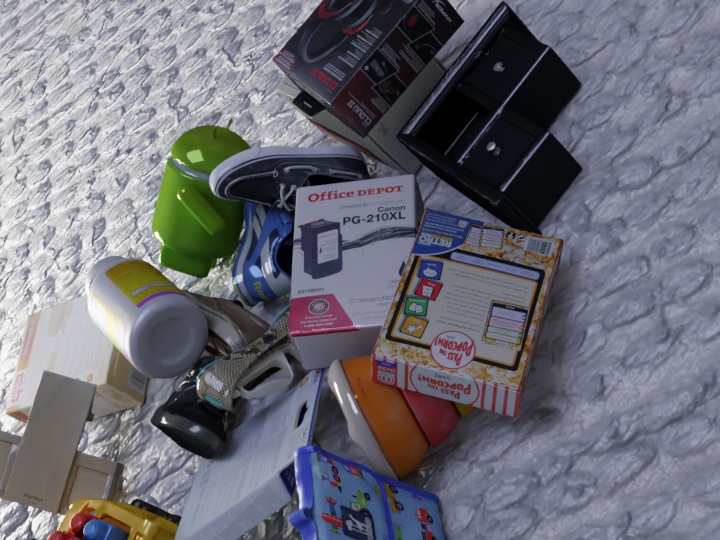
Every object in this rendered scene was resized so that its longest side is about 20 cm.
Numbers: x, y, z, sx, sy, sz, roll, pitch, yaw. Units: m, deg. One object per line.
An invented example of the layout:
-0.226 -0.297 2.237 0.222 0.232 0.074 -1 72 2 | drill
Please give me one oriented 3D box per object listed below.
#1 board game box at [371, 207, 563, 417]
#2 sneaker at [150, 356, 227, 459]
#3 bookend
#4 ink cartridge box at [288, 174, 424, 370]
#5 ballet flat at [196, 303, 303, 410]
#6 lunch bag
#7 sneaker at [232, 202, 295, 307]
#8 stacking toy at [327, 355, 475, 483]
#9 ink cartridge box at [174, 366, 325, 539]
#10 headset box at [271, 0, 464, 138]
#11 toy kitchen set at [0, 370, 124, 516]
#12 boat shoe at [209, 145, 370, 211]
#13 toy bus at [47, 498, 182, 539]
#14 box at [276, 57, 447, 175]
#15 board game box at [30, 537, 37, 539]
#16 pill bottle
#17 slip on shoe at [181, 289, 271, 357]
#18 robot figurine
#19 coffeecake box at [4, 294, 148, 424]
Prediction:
0.110 0.038 1.343 0.150 0.047 0.201 14 52 12 | board game box
-0.181 0.156 1.557 0.115 0.076 0.199 -54 11 -10 | sneaker
0.175 -0.166 1.476 0.199 0.092 0.200 -51 43 2 | bookend
0.000 0.000 1.493 0.143 0.085 0.202 -6 55 9 | ink cartridge box
-0.098 0.102 1.528 0.075 0.068 0.200 30 47 28 | ballet flat
-0.004 0.263 1.263 0.094 0.200 0.152 -29 47 24 | lunch bag
-0.101 -0.051 1.667 0.082 0.074 0.202 -10 61 30 | sneaker
0.079 0.120 1.368 0.199 0.147 0.147 -27 45 1 | stacking toy
-0.107 0.209 1.453 0.199 0.041 0.200 -38 16 19 | ink cartridge box
0.000 -0.258 1.545 0.200 0.075 0.149 -49 42 1 | headset box
-0.390 0.225 1.725 0.198 0.181 0.165 15 79 5 | toy kitchen set
-0.082 -0.104 1.620 0.072 0.198 0.068 106 152 -45 | boat shoe
-0.277 0.315 1.483 0.199 0.192 0.137 12 72 47 | toy bus
0.013 -0.220 1.646 0.128 0.109 0.200 -53 42 -4 | box
-0.308 0.403 1.452 0.034 0.202 0.135 -30 35 -22 | board game box
-0.270 0.049 1.635 0.105 0.104 0.200 -54 37 -1 | pill bottle
-0.169 0.063 1.645 0.060 0.077 0.200 -34 25 -17 | slip on shoe
-0.201 -0.095 1.714 0.176 0.115 0.202 -64 -9 -72 | robot figurine
-0.372 0.118 1.790 0.199 0.073 0.155 -17 52 33 | coffeecake box
